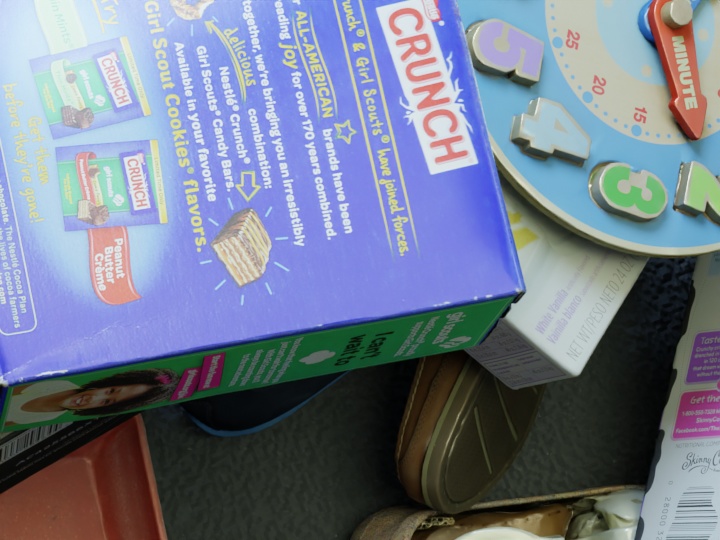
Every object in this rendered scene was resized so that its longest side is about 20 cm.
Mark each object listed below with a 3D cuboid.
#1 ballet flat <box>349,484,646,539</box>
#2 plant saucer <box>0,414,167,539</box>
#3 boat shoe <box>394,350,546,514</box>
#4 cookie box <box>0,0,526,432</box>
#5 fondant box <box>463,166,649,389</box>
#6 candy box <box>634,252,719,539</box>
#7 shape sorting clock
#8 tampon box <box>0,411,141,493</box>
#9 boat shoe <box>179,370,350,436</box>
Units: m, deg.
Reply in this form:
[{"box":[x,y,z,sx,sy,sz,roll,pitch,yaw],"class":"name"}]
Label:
[{"box":[0.093,0.132,1.212,0.199,0.067,0.069,-5,80,-21],"class":"ballet flat"},{"box":[-0.169,0.165,1.115,0.198,0.037,0.201,-6,75,-30],"class":"plant saucer"},{"box":[0.052,0.026,1.227,0.068,0.072,0.201,11,52,24],"class":"boat shoe"},{"box":[-0.056,-0.044,0.997,0.199,0.075,0.172,-9,76,-14],"class":"cookie box"},{"box":[0.042,-0.067,1.123,0.200,0.058,0.145,39,68,-15],"class":"fondant box"},{"box":[0.218,0.086,1.233,0.167,0.071,0.201,30,65,-37],"class":"candy box"},{"box":[0.125,-0.105,1.116,0.199,0.039,0.202,5,79,-26],"class":"shape sorting clock"},{"box":[-0.155,-0.027,1.081,0.149,0.126,0.201,-30,82,-15],"class":"tampon box"},{"box":[0.000,0.000,1.171,0.200,0.069,0.084,-46,62,-2],"class":"boat shoe"}]
